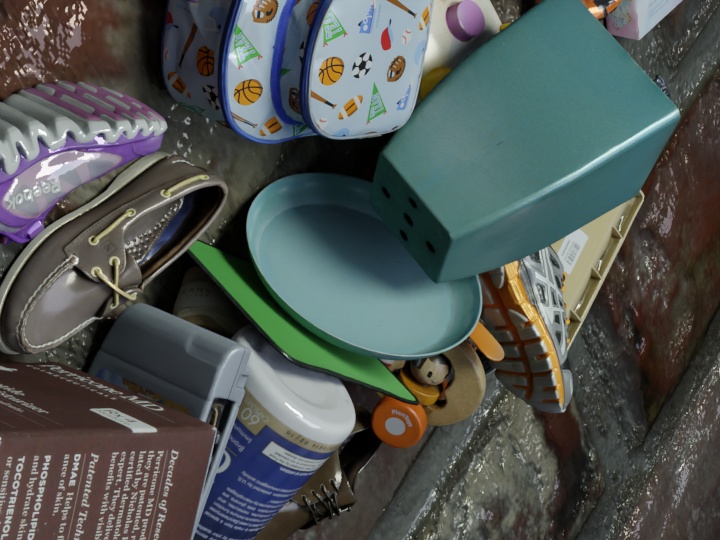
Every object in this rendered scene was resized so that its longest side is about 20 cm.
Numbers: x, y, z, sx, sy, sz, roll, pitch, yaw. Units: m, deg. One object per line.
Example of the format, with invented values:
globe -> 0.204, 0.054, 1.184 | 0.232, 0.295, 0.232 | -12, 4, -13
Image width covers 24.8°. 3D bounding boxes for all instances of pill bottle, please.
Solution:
pill bottle -> -0.105, 0.145, 1.208 | 0.200, 0.111, 0.111 | -49, 150, 18

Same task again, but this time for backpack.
backpack -> -0.047, -0.175, 1.179 | 0.190, 0.154, 0.200 | -14, 118, -39

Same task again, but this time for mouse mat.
mouse mat -> -0.048, 0.038, 1.257 | 0.008, 0.161, 0.200 | -51, 146, 9

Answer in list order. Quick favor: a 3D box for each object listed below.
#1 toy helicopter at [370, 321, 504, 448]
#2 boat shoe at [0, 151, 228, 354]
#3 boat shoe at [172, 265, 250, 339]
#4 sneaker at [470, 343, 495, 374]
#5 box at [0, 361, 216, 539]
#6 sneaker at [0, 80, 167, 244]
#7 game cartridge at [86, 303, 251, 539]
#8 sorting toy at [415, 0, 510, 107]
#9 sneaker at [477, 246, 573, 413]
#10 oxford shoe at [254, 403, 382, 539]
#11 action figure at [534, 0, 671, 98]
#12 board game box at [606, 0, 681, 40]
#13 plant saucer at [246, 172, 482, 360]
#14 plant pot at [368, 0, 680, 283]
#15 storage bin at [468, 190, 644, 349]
toy helicopter -> 0.035, 0.043, 1.375 | 0.200, 0.132, 0.079 | 54, 32, -11
boat shoe -> -0.173, -0.010, 1.143 | 0.200, 0.059, 0.072 | -45, 138, -33
boat shoe -> -0.081, 0.059, 1.289 | 0.200, 0.074, 0.069 | 49, 36, -53
sneaker -> 0.156, 0.019, 1.603 | 0.200, 0.076, 0.092 | -60, 162, -4
box -> -0.230, 0.155, 1.044 | 0.200, 0.166, 0.164 | 5, 100, -55
sneaker -> -0.213, -0.064, 1.058 | 0.200, 0.080, 0.089 | -20, 127, -43
game cartridge -> -0.158, 0.130, 1.159 | 0.042, 0.133, 0.200 | 19, 90, -53
sorting toy -> 0.039, -0.237, 1.329 | 0.200, 0.107, 0.180 | -38, 114, -39
sneaker -> 0.143, 0.026, 1.376 | 0.077, 0.078, 0.200 | -30, 109, -36
oxford shoe -> -0.051, 0.186, 1.376 | 0.200, 0.084, 0.073 | -50, 141, -26
action figure -> 0.207, -0.218, 1.544 | 0.200, 0.105, 0.194 | 25, 89, -30
board game box -> 0.310, -0.369, 1.665 | 0.200, 0.043, 0.199 | -42, 134, -37
plant saucer -> 0.000, 0.000, 1.291 | 0.200, 0.200, 0.027 | -25, 153, -47
plant pot -> 0.113, -0.090, 1.277 | 0.200, 0.141, 0.141 | -33, 163, -18
storage bin -> 0.135, -0.047, 1.467 | 0.199, 0.094, 0.200 | 40, 70, -32
